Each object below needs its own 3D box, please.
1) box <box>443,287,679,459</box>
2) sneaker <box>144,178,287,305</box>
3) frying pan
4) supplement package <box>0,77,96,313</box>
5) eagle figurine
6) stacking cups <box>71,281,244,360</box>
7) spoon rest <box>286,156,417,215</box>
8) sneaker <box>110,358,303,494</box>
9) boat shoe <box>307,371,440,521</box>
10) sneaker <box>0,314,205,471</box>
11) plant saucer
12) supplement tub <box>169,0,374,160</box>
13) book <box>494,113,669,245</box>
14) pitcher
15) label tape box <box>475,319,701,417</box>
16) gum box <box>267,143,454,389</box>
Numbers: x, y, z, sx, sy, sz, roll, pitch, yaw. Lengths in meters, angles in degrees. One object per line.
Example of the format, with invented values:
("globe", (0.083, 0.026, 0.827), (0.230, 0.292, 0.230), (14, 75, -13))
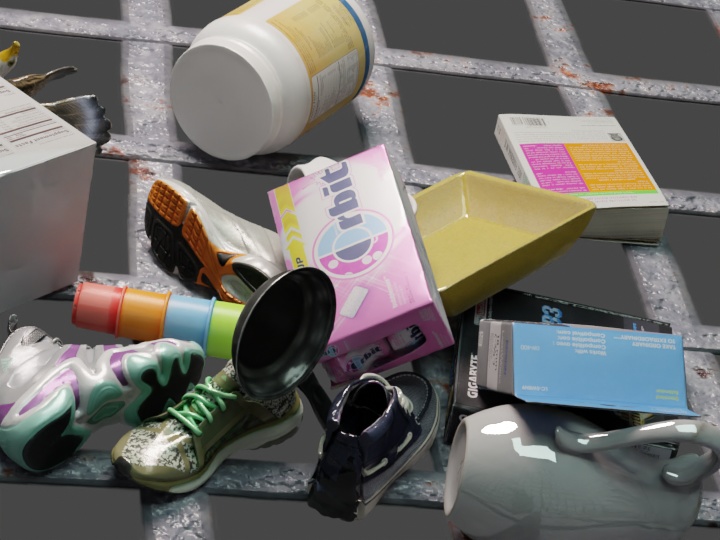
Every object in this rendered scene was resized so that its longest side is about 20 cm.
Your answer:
("box", (0.179, 0.097, 1.821), (0.198, 0.050, 0.200), (13, 32, -1))
("sneaker", (-0.114, -0.018, 1.883), (0.200, 0.076, 0.092), (42, 35, 26))
("frying pan", (-0.045, 0.060, 1.659), (0.031, 0.115, 0.190), (27, -4, 33))
("supplement package", (-0.359, -0.075, 1.799), (0.200, 0.152, 0.150), (34, 38, 29))
("eagle figurine", (-0.357, -0.164, 1.988), (0.200, 0.151, 0.152), (24, 65, -41))
("stacking cups", (-0.150, 0.050, 1.777), (0.199, 0.061, 0.061), (7, 33, -1))
("spoon rest", (-0.019, -0.063, 1.922), (0.099, 0.061, 0.200), (-23, 24, -19))
("sneaker", (-0.122, 0.109, 1.660), (0.077, 0.089, 0.200), (33, 38, 28))
("boat shoe", (0.021, 0.118, 1.692), (0.074, 0.093, 0.200), (20, 34, 11))
("sneaker", (-0.236, 0.075, 1.683), (0.200, 0.078, 0.140), (-20, 46, -41))
("plant saucer", (0.089, -0.020, 1.896), (0.200, 0.049, 0.200), (-28, 26, -29))
("supplement tub", (-0.089, -0.205, 2.092), (0.144, 0.145, 0.200), (26, 35, 19))
("book", (0.227, -0.102, 2.140), (0.133, 0.048, 0.200), (2, 33, -12))
("pitcher", (0.176, 0.158, 1.614), (0.199, 0.172, 0.122), (11, 48, -5))
("label tape box", (0.183, 0.076, 1.662), (0.143, 0.064, 0.200), (5, -1, -8))
("gum box", (0.000, 0.000, 1.765), (0.113, 0.066, 0.201), (-22, 49, 7))
